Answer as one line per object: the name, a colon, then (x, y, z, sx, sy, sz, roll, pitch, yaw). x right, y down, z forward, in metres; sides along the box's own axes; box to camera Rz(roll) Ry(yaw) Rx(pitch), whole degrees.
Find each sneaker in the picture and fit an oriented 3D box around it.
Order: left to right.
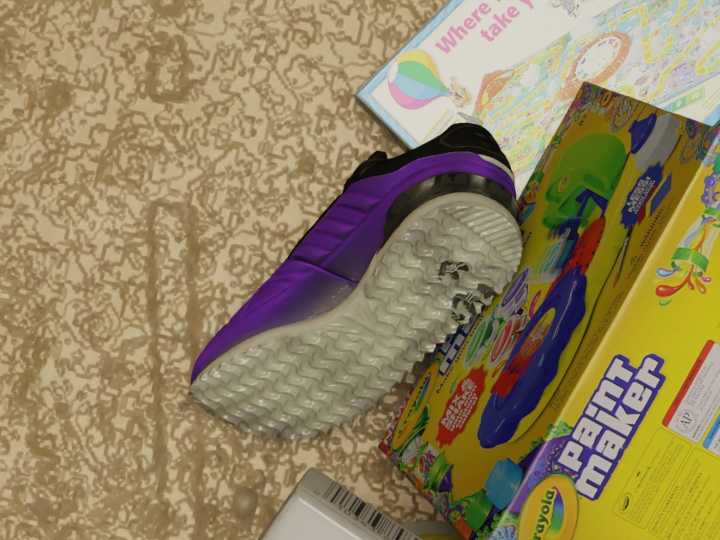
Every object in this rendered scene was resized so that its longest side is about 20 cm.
sneaker: (0.001, 0.000, 1.291, 0.070, 0.100, 0.200, 36, 126, -29)

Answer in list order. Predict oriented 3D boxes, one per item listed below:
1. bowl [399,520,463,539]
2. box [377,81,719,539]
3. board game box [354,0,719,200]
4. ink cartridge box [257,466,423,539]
bowl: (0.029, 0.179, 1.254, 0.200, 0.200, 0.108, -1, 45, 2)
box: (0.125, 0.041, 1.211, 0.122, 0.193, 0.200, 29, 92, -15)
board game box: (0.114, -0.106, 1.322, 0.200, 0.034, 0.134, -44, 86, -2)
ink cartridge box: (0.008, 0.216, 1.143, 0.200, 0.041, 0.200, 33, 106, 2)
